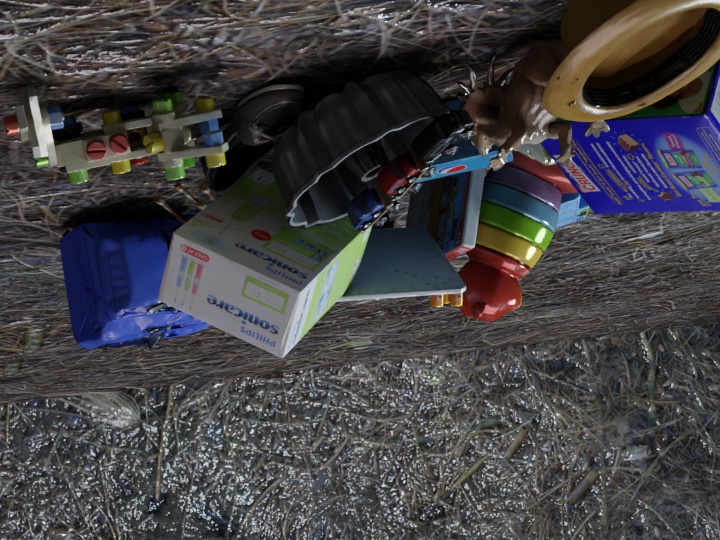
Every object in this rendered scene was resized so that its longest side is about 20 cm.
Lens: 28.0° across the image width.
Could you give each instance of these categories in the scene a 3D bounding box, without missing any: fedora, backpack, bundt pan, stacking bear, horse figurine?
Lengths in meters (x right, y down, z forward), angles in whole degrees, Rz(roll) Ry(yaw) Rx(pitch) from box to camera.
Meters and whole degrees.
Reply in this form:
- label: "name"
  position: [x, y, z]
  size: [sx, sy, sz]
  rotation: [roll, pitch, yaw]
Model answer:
- label: "fedora"
  position: [0.234, -0.209, 1.239]
  size: [0.199, 0.082, 0.201]
  rotation: [-20, 158, -8]
- label: "backpack"
  position: [-0.249, 0.013, 1.793]
  size: [0.199, 0.164, 0.167]
  rotation: [-6, 179, -32]
- label: "bundt pan"
  position: [-0.003, -0.127, 1.430]
  size: [0.201, 0.076, 0.202]
  rotation: [-29, 167, -7]
- label: "stacking bear"
  position: [0.172, -0.035, 1.696]
  size: [0.113, 0.201, 0.121]
  rotation: [23, 176, -16]
- label: "horse figurine"
  position: [-0.156, -0.053, 1.680]
  size: [0.132, 0.050, 0.200]
  rotation: [40, 163, -27]

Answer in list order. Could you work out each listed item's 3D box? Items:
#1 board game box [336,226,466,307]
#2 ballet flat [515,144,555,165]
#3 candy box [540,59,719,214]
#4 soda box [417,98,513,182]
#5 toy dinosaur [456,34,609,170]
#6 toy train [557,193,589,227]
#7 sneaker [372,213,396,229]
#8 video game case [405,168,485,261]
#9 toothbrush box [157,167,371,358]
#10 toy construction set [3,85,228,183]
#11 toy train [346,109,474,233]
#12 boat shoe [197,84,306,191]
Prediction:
- label: "board game box"
  position: [0.000, 0.000, 1.645]
  size: [0.199, 0.026, 0.200]
  rotation: [-4, -158, -11]
- label: "ballet flat"
  position: [0.216, -0.155, 1.593]
  size: [0.067, 0.071, 0.200]
  rotation: [-7, 171, -35]
- label: "candy box"
  position: [0.292, -0.131, 1.440]
  size: [0.199, 0.077, 0.169]
  rotation: [0, 150, 38]
- label: "soda box"
  position: [0.061, -0.135, 1.571]
  size: [0.199, 0.068, 0.064]
  rotation: [-12, 170, 13]
- label: "toy dinosaur"
  position: [0.165, -0.174, 1.385]
  size: [0.086, 0.136, 0.200]
  rotation: [22, 124, -43]
- label: "toy train"
  position: [0.240, -0.104, 1.875]
  size: [0.114, 0.087, 0.200]
  rotation: [-19, 167, 2]
- label: "sneaker"
  position: [0.005, -0.044, 1.814]
  size: [0.098, 0.071, 0.200]
  rotation: [-41, -151, 0]
- label: "video game case"
  position: [0.098, -0.072, 1.745]
  size: [0.017, 0.144, 0.200]
  rotation: [15, 162, -17]
- label: "toothbrush box"
  position: [-0.094, -0.012, 1.486]
  size: [0.145, 0.086, 0.200]
  rotation: [25, -149, 12]
- label: "toy construction set"
  position: [-0.227, -0.121, 1.326]
  size: [0.199, 0.093, 0.131]
  rotation: [2, -169, -16]
- label: "toy train"
  position: [0.042, -0.093, 1.415]
  size: [0.046, 0.034, 0.200]
  rotation: [-14, 160, -40]
- label: "boat shoe"
  position: [-0.107, -0.133, 1.463]
  size: [0.066, 0.057, 0.200]
  rotation: [-3, 168, -31]
